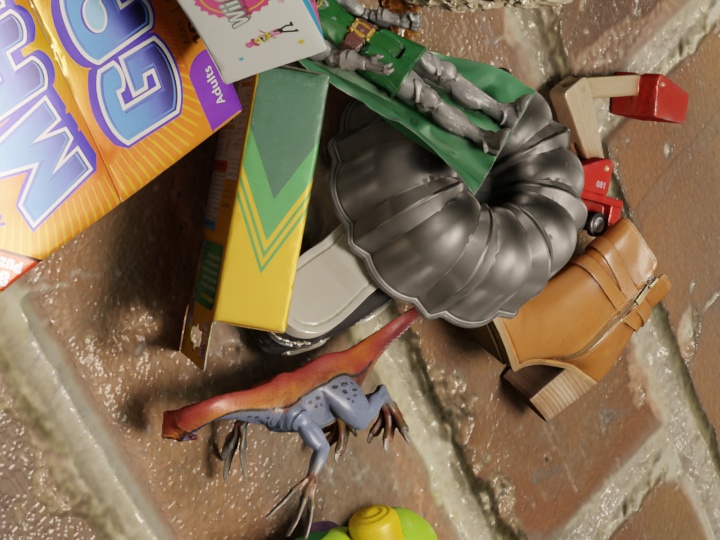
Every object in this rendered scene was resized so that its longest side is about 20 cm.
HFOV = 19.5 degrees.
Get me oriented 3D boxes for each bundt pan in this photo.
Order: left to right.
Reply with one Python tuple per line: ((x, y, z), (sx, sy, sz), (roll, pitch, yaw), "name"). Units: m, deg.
((0.080, -0.065, 1.497), (0.202, 0.076, 0.202), (12, 65, -27), "bundt pan")

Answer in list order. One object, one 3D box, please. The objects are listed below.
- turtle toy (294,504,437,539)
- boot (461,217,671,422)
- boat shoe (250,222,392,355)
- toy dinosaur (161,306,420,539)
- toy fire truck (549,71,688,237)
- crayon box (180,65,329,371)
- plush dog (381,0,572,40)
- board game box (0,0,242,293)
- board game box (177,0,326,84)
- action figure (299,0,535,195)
((-0.010, 0.238, 1.513), (0.200, 0.101, 0.146), (-27, 113, -38), "turtle toy")
((0.157, 0.015, 1.627), (0.155, 0.074, 0.200), (-45, 144, -4), "boot")
((0.000, 0.000, 1.506), (0.074, 0.060, 0.200), (50, 52, 2), "boat shoe")
((-0.056, 0.088, 1.447), (0.181, 0.105, 0.200), (32, 65, -49), "toy dinosaur")
((0.172, -0.101, 1.659), (0.200, 0.049, 0.141), (12, 89, -44), "toy fire truck")
((-0.071, -0.034, 1.380), (0.052, 0.126, 0.200), (10, 92, -12), "crayon box")
((0.090, -0.230, 1.467), (0.200, 0.172, 0.161), (13, 89, -46), "plush dog")
((-0.229, -0.131, 1.157), (0.200, 0.200, 0.200), (-40, 123, -31), "board game box")
((-0.084, -0.224, 1.122), (0.148, 0.064, 0.200), (59, 17, -56), "board game box")
((0.017, -0.144, 1.429), (0.118, 0.200, 0.055), (-58, 177, -45), "action figure")
